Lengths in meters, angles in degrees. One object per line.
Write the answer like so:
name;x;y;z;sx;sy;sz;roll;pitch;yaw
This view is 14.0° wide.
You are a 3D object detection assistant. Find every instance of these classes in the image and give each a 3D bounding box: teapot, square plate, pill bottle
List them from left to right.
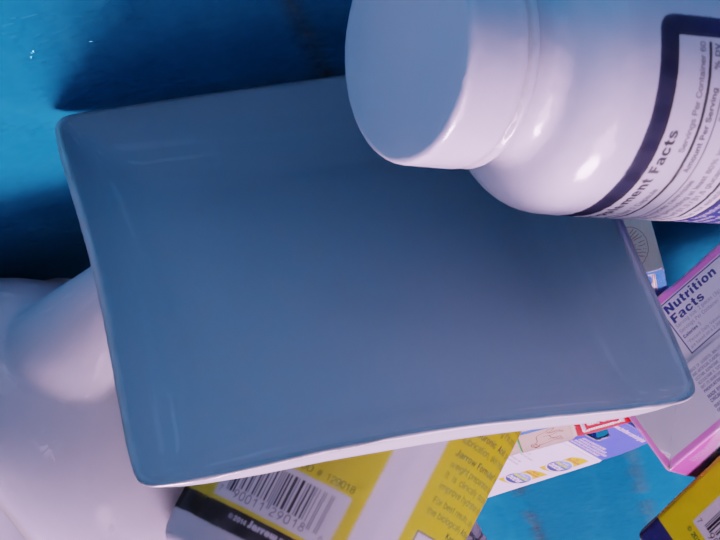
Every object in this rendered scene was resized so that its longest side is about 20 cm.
teapot;-0.128;0.077;1.260;0.199;0.198;0.146;3;-143;49
square plate;0.000;0.000;1.076;0.199;0.199;0.029;-9;134;-9
pill bottle;0.014;0.045;1.175;0.111;0.201;0.111;28;173;4
pill bottle;0.099;-0.074;1.053;0.199;0.112;0.111;3;154;-32

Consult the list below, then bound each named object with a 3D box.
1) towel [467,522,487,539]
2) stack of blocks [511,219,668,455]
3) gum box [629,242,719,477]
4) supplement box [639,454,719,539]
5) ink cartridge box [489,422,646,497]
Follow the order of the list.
towel;-0.057;0.154;1.416;0.199;0.086;0.166;-4;-151;30
stack of blocks;0.084;0.022;1.353;0.115;0.059;0.200;-15;158;3
gum box;0.203;0.014;1.291;0.200;0.066;0.113;-41;156;15
supplement box;0.238;0.091;1.261;0.109;0.110;0.200;2;137;-52
ink cartridge box;0.042;0.091;1.531;0.199;0.042;0.119;-17;158;21
